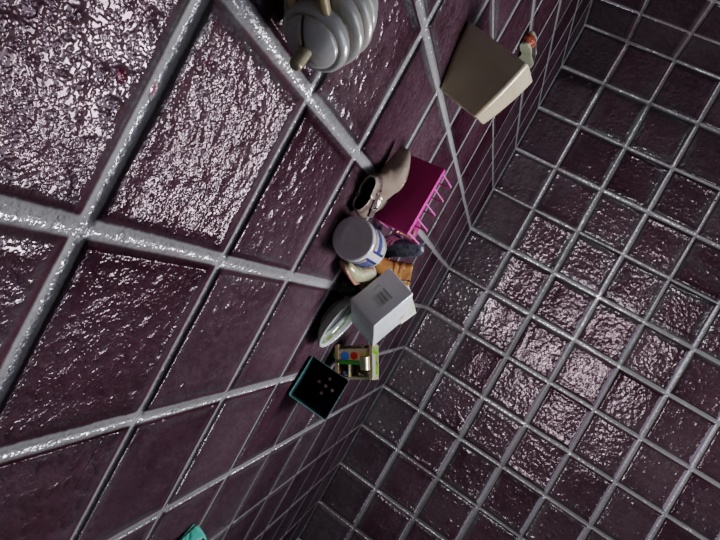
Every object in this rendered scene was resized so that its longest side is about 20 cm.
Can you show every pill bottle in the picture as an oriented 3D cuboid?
[{"bbox_3d":[0.006,-0.067,1.324,0.112,0.110,0.200,-60,164,2],"label":"pill bottle"}]

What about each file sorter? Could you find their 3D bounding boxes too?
[{"bbox_3d":[0.148,-0.195,1.441,0.202,0.138,0.125,-60,149,-1],"label":"file sorter"}]

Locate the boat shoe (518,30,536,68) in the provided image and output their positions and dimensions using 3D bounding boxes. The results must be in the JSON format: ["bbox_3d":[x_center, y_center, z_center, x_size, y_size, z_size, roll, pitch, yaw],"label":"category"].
[{"bbox_3d":[0.682,-0.891,2.076,0.063,0.071,0.200,-63,160,1],"label":"boat shoe"}]

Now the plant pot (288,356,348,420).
[{"bbox_3d":[-0.125,0.382,1.675,0.142,0.140,0.200,-57,172,-9],"label":"plant pot"}]

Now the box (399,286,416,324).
[{"bbox_3d":[0.103,0.115,1.753,0.200,0.107,0.130,-15,89,-69],"label":"box"}]

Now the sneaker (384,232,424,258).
[{"bbox_3d":[0.116,-0.085,1.550,0.070,0.198,0.083,50,54,-36],"label":"sneaker"}]

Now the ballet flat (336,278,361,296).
[{"bbox_3d":[-0.020,0.057,1.556,0.067,0.056,0.200,-70,164,5],"label":"ballet flat"}]

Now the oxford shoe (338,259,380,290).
[{"bbox_3d":[0.000,0.000,1.443,0.073,0.071,0.200,-38,156,7],"label":"oxford shoe"}]

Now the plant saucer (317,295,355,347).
[{"bbox_3d":[-0.069,0.141,1.540,0.200,0.050,0.201,-44,162,-18],"label":"plant saucer"}]

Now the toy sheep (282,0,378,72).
[{"bbox_3d":[-0.042,-0.335,0.669,0.201,0.136,0.138,-57,165,-23],"label":"toy sheep"}]

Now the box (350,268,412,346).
[{"bbox_3d":[0.060,0.113,1.516,0.152,0.106,0.201,-38,161,-16],"label":"box"}]

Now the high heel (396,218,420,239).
[{"bbox_3d":[0.145,-0.123,1.750,0.200,0.067,0.096,-42,170,-15],"label":"high heel"}]

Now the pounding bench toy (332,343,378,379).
[{"bbox_3d":[-0.027,0.323,1.810,0.200,0.153,0.127,42,46,-74],"label":"pounding bench toy"}]

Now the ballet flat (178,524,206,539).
[{"bbox_3d":[-0.474,0.746,1.336,0.068,0.070,0.200,-64,164,18],"label":"ballet flat"}]

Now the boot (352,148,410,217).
[{"bbox_3d":[0.053,-0.221,1.279,0.202,0.070,0.146,-64,162,13],"label":"boot"}]

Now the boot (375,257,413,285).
[{"bbox_3d":[0.081,-0.015,1.532,0.202,0.152,0.078,86,13,-51],"label":"boot"}]

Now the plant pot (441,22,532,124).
[{"bbox_3d":[0.342,-0.531,1.434,0.178,0.200,0.199,-53,167,19],"label":"plant pot"}]
